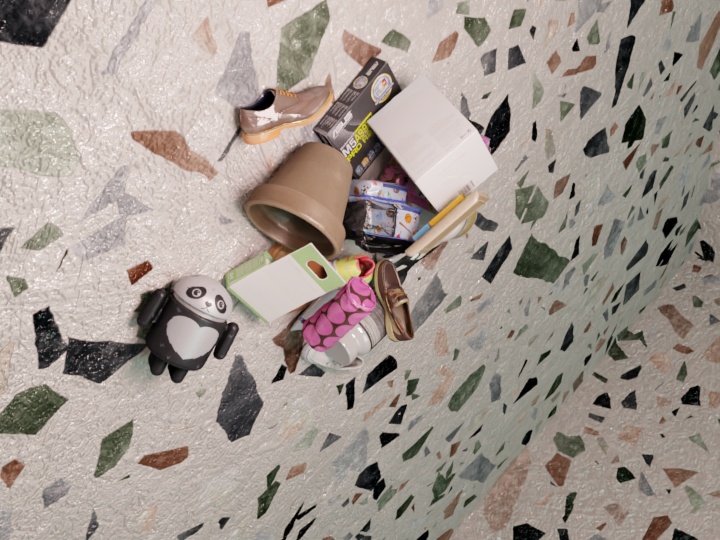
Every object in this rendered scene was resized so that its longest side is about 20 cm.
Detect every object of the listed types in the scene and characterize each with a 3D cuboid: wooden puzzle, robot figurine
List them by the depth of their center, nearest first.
[{"bbox_3d":[-0.321,0.107,1.272,0.201,0.124,0.150,-60,156,4],"label":"robot figurine"},{"bbox_3d":[0.178,-0.101,1.402,0.185,0.037,0.200,-41,174,16],"label":"wooden puzzle"}]

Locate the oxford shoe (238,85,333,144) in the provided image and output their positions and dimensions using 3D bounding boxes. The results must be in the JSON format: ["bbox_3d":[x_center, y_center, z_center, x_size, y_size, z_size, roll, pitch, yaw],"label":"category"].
[{"bbox_3d":[-0.132,-0.301,1.243,0.199,0.071,0.073,-35,133,-27],"label":"oxford shoe"}]

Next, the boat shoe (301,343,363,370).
[{"bbox_3d":[-0.062,0.210,1.698,0.199,0.065,0.074,9,109,-51],"label":"boat shoe"}]

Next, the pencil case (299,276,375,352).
[{"bbox_3d":[-0.047,0.090,1.454,0.200,0.091,0.094,-40,-164,41],"label":"pencil case"}]

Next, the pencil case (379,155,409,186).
[{"bbox_3d":[0.104,-0.242,1.549,0.087,0.082,0.201,-75,-170,-81],"label":"pencil case"}]

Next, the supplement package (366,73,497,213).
[{"bbox_3d":[0.145,-0.253,1.383,0.151,0.201,0.151,-39,146,8],"label":"supplement package"}]

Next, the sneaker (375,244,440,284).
[{"bbox_3d":[0.121,-0.029,1.737,0.199,0.073,0.113,-22,135,-25],"label":"sneaker"}]

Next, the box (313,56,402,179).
[{"bbox_3d":[0.010,-0.312,1.418,0.200,0.044,0.160,-52,145,-8],"label":"box"}]

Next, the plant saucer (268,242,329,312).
[{"bbox_3d":[-0.138,0.010,1.489,0.199,0.037,0.201,-28,134,-34],"label":"plant saucer"}]

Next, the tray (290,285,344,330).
[{"bbox_3d":[-0.077,0.080,1.543,0.107,0.022,0.200,-3,152,-34],"label":"tray"}]

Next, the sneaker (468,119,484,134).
[{"bbox_3d":[0.223,-0.300,1.655,0.199,0.076,0.091,-22,138,-36],"label":"sneaker"}]

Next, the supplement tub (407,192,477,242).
[{"bbox_3d":[0.201,-0.144,1.644,0.146,0.144,0.200,-67,164,13],"label":"supplement tub"}]

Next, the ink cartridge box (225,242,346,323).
[{"bbox_3d":[-0.150,0.017,1.376,0.199,0.048,0.146,-28,135,13],"label":"ink cartridge box"}]

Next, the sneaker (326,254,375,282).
[{"bbox_3d":[0.000,0.000,1.555,0.200,0.090,0.079,-14,86,-68],"label":"sneaker"}]

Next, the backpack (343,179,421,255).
[{"bbox_3d":[0.030,-0.113,1.450,0.189,0.200,0.155,15,91,-34],"label":"backpack"}]

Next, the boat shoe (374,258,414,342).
[{"bbox_3d":[0.088,0.070,1.613,0.072,0.072,0.202,-11,92,-38],"label":"boat shoe"}]

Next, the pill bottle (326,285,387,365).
[{"bbox_3d":[0.005,0.133,1.661,0.200,0.116,0.117,-40,141,-32],"label":"pill bottle"}]

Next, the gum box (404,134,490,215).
[{"bbox_3d":[0.195,-0.225,1.510,0.201,0.113,0.066,-59,161,-8],"label":"gum box"}]

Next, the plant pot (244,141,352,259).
[{"bbox_3d":[-0.096,-0.145,1.319,0.176,0.199,0.200,-64,147,-19],"label":"plant pot"}]
